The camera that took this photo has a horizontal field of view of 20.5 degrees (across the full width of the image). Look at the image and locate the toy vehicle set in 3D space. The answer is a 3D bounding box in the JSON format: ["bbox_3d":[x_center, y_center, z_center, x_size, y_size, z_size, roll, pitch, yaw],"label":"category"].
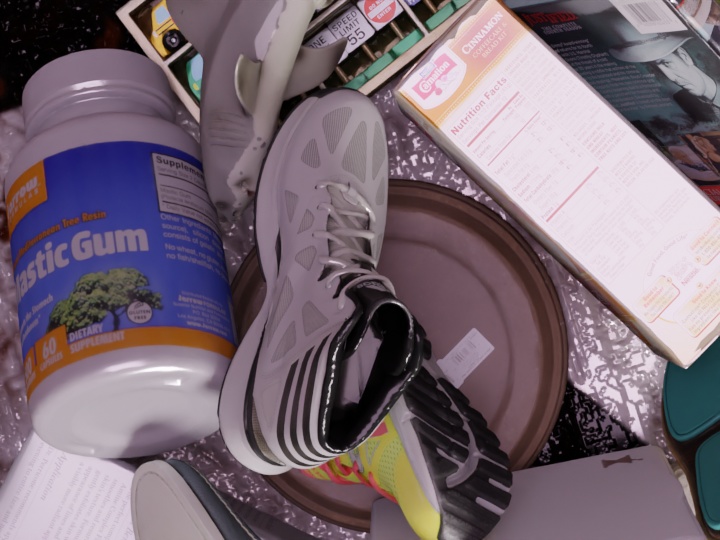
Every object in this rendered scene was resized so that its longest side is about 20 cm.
[{"bbox_3d":[-0.021,-0.155,1.112,0.200,0.027,0.124,-38,89,2],"label":"toy vehicle set"}]

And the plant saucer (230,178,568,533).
[{"bbox_3d":[0.017,0.048,1.113,0.199,0.029,0.201,0,90,2],"label":"plant saucer"}]

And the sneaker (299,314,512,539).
[{"bbox_3d":[0.009,0.087,1.026,0.078,0.200,0.090,35,105,-34],"label":"sneaker"}]

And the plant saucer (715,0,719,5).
[{"bbox_3d":[0.180,-0.137,1.039,0.199,0.200,0.031,19,59,2],"label":"plant saucer"}]

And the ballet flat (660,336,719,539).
[{"bbox_3d":[0.198,0.096,1.040,0.069,0.200,0.063,-33,113,22],"label":"ballet flat"}]

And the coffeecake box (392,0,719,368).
[{"bbox_3d":[0.113,-0.046,1.044,0.200,0.154,0.073,44,93,2],"label":"coffeecake box"}]

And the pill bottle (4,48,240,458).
[{"bbox_3d":[-0.129,-0.012,1.050,0.112,0.112,0.200,-14,63,3],"label":"pill bottle"}]

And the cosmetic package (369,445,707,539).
[{"bbox_3d":[0.104,0.218,1.027,0.166,0.167,0.201,-11,99,3],"label":"cosmetic package"}]

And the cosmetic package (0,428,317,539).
[{"bbox_3d":[-0.106,0.166,1.090,0.200,0.074,0.102,27,91,0],"label":"cosmetic package"}]

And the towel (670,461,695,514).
[{"bbox_3d":[0.271,0.112,1.100,0.200,0.034,0.133,-37,88,3],"label":"towel"}]

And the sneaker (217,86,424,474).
[{"bbox_3d":[0.000,0.000,0.967,0.076,0.115,0.201,20,73,-32],"label":"sneaker"}]

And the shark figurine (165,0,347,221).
[{"bbox_3d":[-0.050,-0.145,1.023,0.089,0.128,0.215,24,80,18],"label":"shark figurine"}]

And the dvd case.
[{"bbox_3d":[0.177,-0.079,1.015,0.200,0.146,0.022,40,75,-21],"label":"dvd case"}]

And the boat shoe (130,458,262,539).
[{"bbox_3d":[-0.048,0.179,1.027,0.062,0.073,0.200,-27,81,-42],"label":"boat shoe"}]
